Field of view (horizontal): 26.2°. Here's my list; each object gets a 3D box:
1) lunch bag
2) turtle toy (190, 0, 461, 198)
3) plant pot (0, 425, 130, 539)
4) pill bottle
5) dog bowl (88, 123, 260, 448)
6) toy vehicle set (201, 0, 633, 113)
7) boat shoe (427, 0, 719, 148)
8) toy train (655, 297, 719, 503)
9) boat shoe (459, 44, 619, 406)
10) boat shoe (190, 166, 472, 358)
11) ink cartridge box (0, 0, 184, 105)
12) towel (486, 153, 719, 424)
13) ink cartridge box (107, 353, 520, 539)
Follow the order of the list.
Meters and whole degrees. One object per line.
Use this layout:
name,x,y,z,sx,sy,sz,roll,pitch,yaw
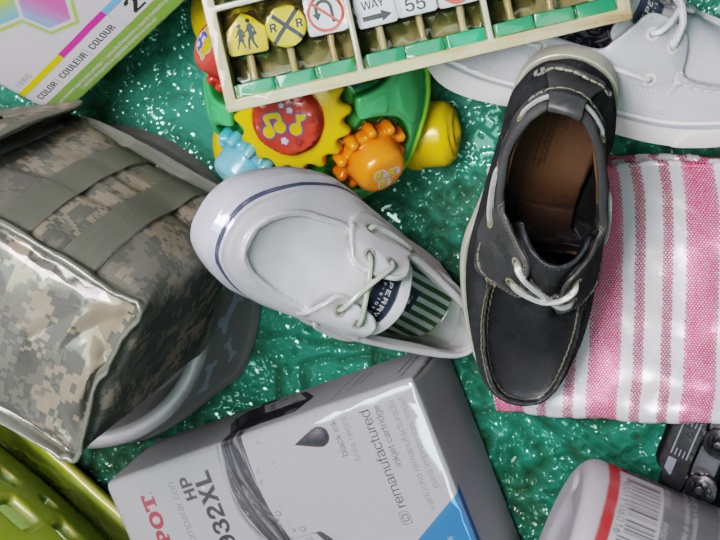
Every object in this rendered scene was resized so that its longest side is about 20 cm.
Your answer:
lunch bag,-0.177,-0.018,0.802,0.199,0.164,0.118,29,113,8
turtle toy,-0.030,-0.117,0.821,0.145,0.101,0.201,-2,113,16
plant pot,-0.242,0.196,0.918,0.199,0.181,0.200,40,109,6
pill bottle,0.192,0.188,0.821,0.199,0.114,0.114,22,107,2
dog bowl,-0.162,0.015,0.923,0.199,0.059,0.201,3,101,16
toy vehicle set,0.020,-0.158,0.735,0.199,0.027,0.125,-13,98,3
boat shoe,0.133,-0.118,0.783,0.199,0.072,0.069,14,147,4
toy train,0.206,0.034,0.835,0.046,0.034,0.201,25,108,21
boat shoe,0.088,-0.010,0.781,0.071,0.068,0.201,7,122,1
boat shoe,0.000,0.000,0.799,0.067,0.200,0.074,37,103,37
ink cartridge box,-0.202,-0.185,0.806,0.199,0.076,0.148,27,142,-28
towel,0.162,0.012,0.820,0.199,0.030,0.147,2,98,28
ink cartridge box,-0.024,0.147,0.896,0.199,0.084,0.146,-20,96,19
